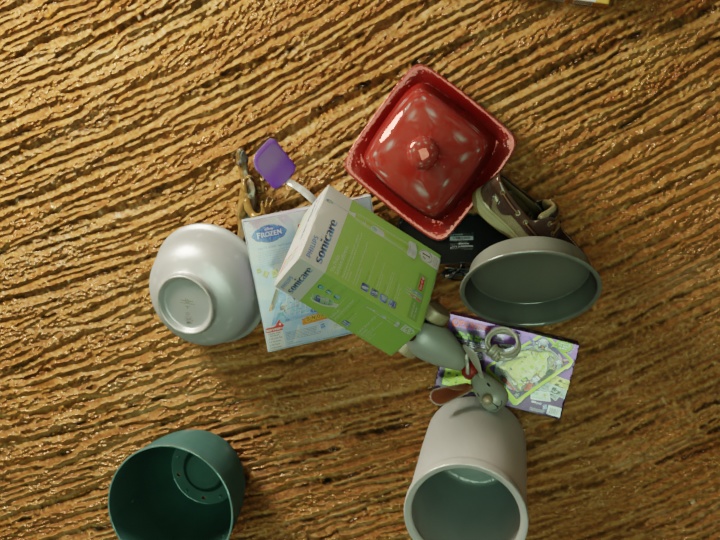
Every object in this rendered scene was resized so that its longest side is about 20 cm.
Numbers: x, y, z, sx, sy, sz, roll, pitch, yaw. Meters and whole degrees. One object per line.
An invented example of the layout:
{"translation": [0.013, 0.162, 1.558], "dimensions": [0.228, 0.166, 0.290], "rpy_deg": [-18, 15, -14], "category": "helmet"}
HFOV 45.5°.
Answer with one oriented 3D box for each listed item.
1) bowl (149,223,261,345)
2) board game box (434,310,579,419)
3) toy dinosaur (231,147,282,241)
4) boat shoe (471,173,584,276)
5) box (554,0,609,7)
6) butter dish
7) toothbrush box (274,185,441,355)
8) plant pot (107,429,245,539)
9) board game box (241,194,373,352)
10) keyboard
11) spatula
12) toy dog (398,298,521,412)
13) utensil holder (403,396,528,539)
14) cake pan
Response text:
{"translation": [-0.249, 0.036, 1.319], "dimensions": [0.198, 0.090, 0.204], "rpy_deg": [7, 112, 17], "category": "bowl"}
{"translation": [0.221, 0.143, 1.308], "dimensions": [0.197, 0.032, 0.122], "rpy_deg": [14, 104, 7], "category": "board game box"}
{"translation": [-0.175, -0.086, 1.336], "dimensions": [0.105, 0.060, 0.203], "rpy_deg": [14, 99, 34], "category": "toy dinosaur"}
{"translation": [0.254, -0.068, 1.223], "dimensions": [0.199, 0.072, 0.072], "rpy_deg": [37, 131, -10], "category": "boat shoe"}
{"translation": [0.258, -0.444, 1.201], "dimensions": [0.197, 0.041, 0.121], "rpy_deg": [10, 101, 6], "category": "box"}
{"translation": [0.094, -0.166, 1.217], "dimensions": [0.199, 0.148, 0.200], "rpy_deg": [38, 101, 2], "category": "butter dish"}
{"translation": [0.000, 0.000, 1.205], "dimensions": [0.199, 0.147, 0.086], "rpy_deg": [31, 138, -14], "category": "toothbrush box"}
{"translation": [-0.271, 0.345, 1.358], "dimensions": [0.198, 0.161, 0.204], "rpy_deg": [2, 99, 10], "category": "plant pot"}
{"translation": [-0.064, 0.003, 1.295], "dimensions": [0.197, 0.041, 0.202], "rpy_deg": [-11, 99, -8], "category": "board game box"}
{"translation": [0.154, -0.031, 1.296], "dimensions": [0.197, 0.040, 0.106], "rpy_deg": [-1, 76, 11], "category": "keyboard"}
{"translation": [-0.083, -0.115, 1.315], "dimensions": [0.200, 0.021, 0.057], "rpy_deg": [44, 68, -4], "category": "spatula"}
{"translation": [0.126, 0.127, 1.254], "dimensions": [0.198, 0.096, 0.133], "rpy_deg": [22, 106, 21], "category": "toy dog"}
{"translation": [0.160, 0.300, 1.243], "dimensions": [0.168, 0.200, 0.172], "rpy_deg": [4, 110, 11], "category": "utensil holder"}
{"translation": [0.240, 0.016, 1.220], "dimensions": [0.197, 0.201, 0.037], "rpy_deg": [-3, 56, 10], "category": "cake pan"}
